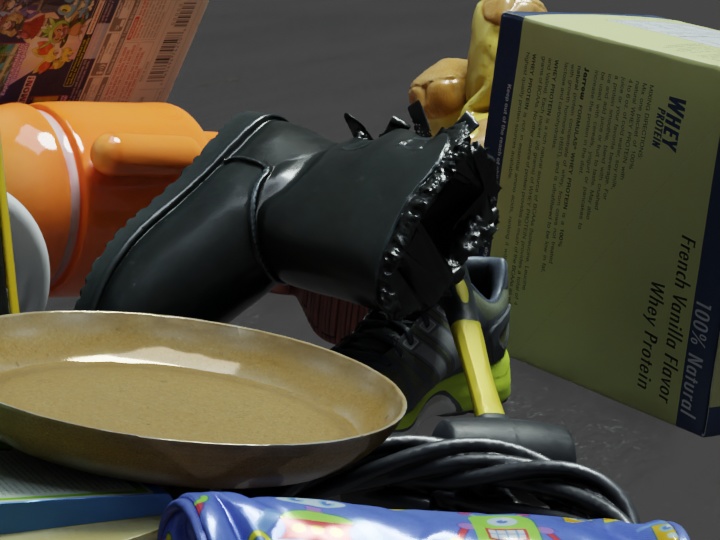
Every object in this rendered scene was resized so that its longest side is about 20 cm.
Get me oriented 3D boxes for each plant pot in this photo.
[{"bbox_3d":[-0.081,0.055,0.917,0.200,0.028,0.200,8,11,-2],"label":"plant pot"}]

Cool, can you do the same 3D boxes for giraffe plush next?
[{"bbox_3d":[0.077,-0.059,1.367,0.172,0.200,0.162,31,30,17],"label":"giraffe plush"}]

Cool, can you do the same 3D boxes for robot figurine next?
[{"bbox_3d":[-0.163,-0.041,1.274,0.200,0.117,0.144,-3,20,-39],"label":"robot figurine"}]

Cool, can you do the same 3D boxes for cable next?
[{"bbox_3d":[0.024,0.108,0.896,0.200,0.051,0.163,16,16,29],"label":"cable"}]

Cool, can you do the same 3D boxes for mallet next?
[{"bbox_3d":[0.044,0.033,1.060,0.066,0.041,0.200,-1,47,-23],"label":"mallet"}]

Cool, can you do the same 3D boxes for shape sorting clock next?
[{"bbox_3d":[-0.160,0.094,0.873,0.200,0.039,0.200,3,8,-1],"label":"shape sorting clock"}]

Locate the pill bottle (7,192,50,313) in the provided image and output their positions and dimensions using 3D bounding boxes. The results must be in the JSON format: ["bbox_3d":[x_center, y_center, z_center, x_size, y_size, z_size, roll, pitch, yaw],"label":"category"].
[{"bbox_3d":[-0.252,-0.015,1.124,0.111,0.111,0.200,-3,17,-35],"label":"pill bottle"}]

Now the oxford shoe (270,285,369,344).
[{"bbox_3d":[0.000,0.000,1.289,0.075,0.071,0.200,6,14,-27],"label":"oxford shoe"}]

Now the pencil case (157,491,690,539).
[{"bbox_3d":[0.023,0.123,0.772,0.200,0.078,0.087,4,12,-14],"label":"pencil case"}]

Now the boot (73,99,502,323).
[{"bbox_3d":[-0.033,-0.004,1.071,0.162,0.073,0.198,12,54,39],"label":"boot"}]

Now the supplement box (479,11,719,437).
[{"bbox_3d":[0.181,-0.034,1.238,0.134,0.200,0.200,-5,17,-39],"label":"supplement box"}]

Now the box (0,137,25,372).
[{"bbox_3d":[-0.254,-0.003,0.958,0.200,0.160,0.049,0,-15,-29],"label":"box"}]

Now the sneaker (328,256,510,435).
[{"bbox_3d":[0.017,0.037,1.117,0.074,0.081,0.200,14,15,27],"label":"sneaker"}]

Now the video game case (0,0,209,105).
[{"bbox_3d":[-0.191,-0.097,1.321,0.182,0.200,0.023,-9,44,-49],"label":"video game case"}]
